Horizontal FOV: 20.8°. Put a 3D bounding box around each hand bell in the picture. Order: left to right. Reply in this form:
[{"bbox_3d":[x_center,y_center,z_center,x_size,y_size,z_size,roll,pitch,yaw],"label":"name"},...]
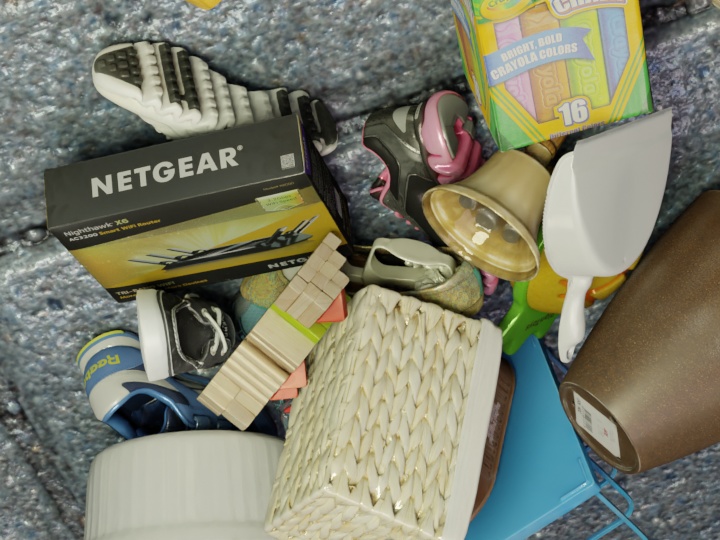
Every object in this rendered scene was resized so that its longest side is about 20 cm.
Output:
[{"bbox_3d":[0.145,-0.099,1.504,0.200,0.104,0.104,-52,130,-21],"label":"hand bell"}]

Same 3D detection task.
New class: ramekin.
[{"bbox_3d":[-0.134,0.198,1.620,0.200,0.098,0.201,-3,161,-1],"label":"ramekin"}]

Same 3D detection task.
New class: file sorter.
[{"bbox_3d":[0.146,0.176,1.682,0.139,0.200,0.123,-35,128,15],"label":"file sorter"}]

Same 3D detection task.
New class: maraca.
[{"bbox_3d":[0.168,-0.014,1.594,0.137,0.107,0.200,-21,143,-45],"label":"maraca"}]

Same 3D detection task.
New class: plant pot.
[{"bbox_3d":[0.263,0.068,1.586,0.200,0.187,0.187,-37,130,-17],"label":"plant pot"}]

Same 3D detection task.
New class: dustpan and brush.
[{"bbox_3d":[0.176,-0.019,1.483,0.139,0.057,0.200,-22,118,-46],"label":"dustpan and brush"}]

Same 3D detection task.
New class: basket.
[{"bbox_3d":[0.016,0.127,1.521,0.123,0.200,0.136,24,148,-16],"label":"basket"}]

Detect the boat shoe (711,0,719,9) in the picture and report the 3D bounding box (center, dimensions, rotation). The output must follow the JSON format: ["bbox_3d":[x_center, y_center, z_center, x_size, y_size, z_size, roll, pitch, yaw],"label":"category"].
[{"bbox_3d":[0.257,-0.248,1.464,0.072,0.065,0.200,-39,125,18],"label":"boat shoe"}]

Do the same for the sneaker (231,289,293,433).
[{"bbox_3d":[-0.038,0.096,1.632,0.079,0.096,0.200,-30,111,11],"label":"sneaker"}]

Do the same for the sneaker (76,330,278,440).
[{"bbox_3d":[-0.153,0.128,1.656,0.200,0.082,0.074,28,116,-31],"label":"sneaker"}]

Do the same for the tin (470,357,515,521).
[{"bbox_3d":[0.068,0.139,1.640,0.112,0.200,0.042,-17,130,33],"label":"tin"}]

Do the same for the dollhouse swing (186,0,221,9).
[{"bbox_3d":[-0.137,-0.251,1.310,0.182,0.176,0.200,-42,125,20],"label":"dollhouse swing"}]

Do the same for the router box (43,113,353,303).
[{"bbox_3d":[-0.119,-0.043,1.491,0.200,0.052,0.157,-12,156,10],"label":"router box"}]

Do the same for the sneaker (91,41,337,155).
[{"bbox_3d":[-0.118,-0.111,1.489,0.200,0.075,0.081,19,132,-27],"label":"sneaker"}]

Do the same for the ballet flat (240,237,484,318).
[{"bbox_3d":[0.000,0.000,1.567,0.200,0.071,0.071,5,129,11],"label":"ballet flat"}]

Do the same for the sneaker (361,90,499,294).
[{"bbox_3d":[0.059,-0.059,1.576,0.095,0.079,0.200,-6,131,21],"label":"sneaker"}]

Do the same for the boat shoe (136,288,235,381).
[{"bbox_3d":[-0.134,0.051,1.546,0.068,0.072,0.200,-8,173,2],"label":"boat shoe"}]

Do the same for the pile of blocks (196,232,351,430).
[{"bbox_3d":[-0.054,0.056,1.530,0.062,0.082,0.200,39,128,-2],"label":"pile of blocks"}]

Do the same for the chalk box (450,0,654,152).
[{"bbox_3d":[0.130,-0.211,1.430,0.124,0.125,0.200,-15,128,0],"label":"chalk box"}]
